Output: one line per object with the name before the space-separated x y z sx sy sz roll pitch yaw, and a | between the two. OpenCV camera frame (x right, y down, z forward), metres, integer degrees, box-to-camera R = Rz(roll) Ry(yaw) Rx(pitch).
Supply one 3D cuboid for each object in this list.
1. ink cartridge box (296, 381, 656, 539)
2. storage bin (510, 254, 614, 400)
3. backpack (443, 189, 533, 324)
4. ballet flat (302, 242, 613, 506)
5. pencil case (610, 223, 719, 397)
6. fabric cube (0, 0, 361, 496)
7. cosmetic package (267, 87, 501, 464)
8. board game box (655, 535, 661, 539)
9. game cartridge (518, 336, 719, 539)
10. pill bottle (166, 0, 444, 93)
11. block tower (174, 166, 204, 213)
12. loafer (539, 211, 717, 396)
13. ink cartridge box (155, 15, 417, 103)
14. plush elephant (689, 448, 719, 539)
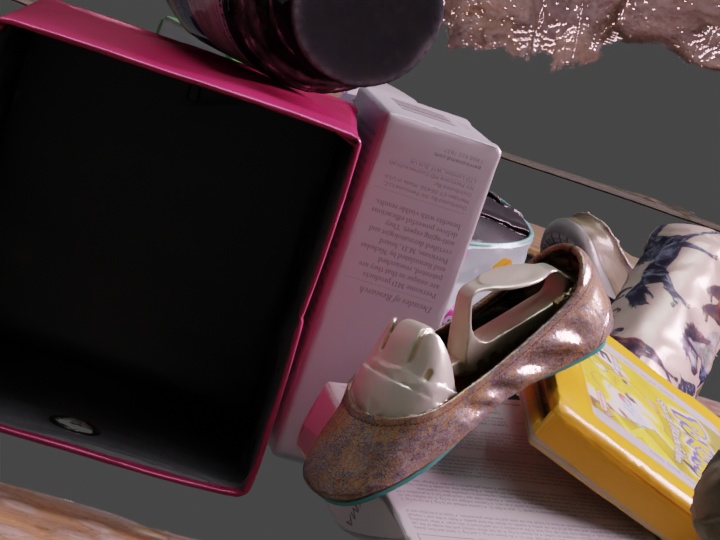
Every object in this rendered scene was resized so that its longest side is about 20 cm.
ink cartridge box | 0.074 0.138 1.431 0.160 0.050 0.200 7 34 -28
storage bin | 0.079 0.035 1.874 0.135 0.094 0.200 11 14 -42
backpack | 0.000 0.000 1.713 0.199 0.154 0.176 -4 19 -27
ballet flat | 0.046 0.044 1.412 0.200 0.068 0.068 -33 41 -30
pencil case | 0.192 0.052 1.762 0.077 0.090 0.200 -10 31 34
fabric cube | -0.120 -0.018 1.461 0.195 0.201 0.199 18 7 -4
cosmetic package | 0.007 0.007 1.554 0.071 0.201 0.101 17 10 -12
board game box | 0.162 0.146 1.601 0.199 0.029 0.135 18 10 -9
game cartridge | 0.168 0.100 1.519 0.200 0.032 0.176 34 18 -15
pill bottle | -0.030 -0.156 1.487 0.111 0.112 0.200 15 7 -24
block tower | -0.152 -0.038 1.635 0.199 0.054 0.058 -17 -13 34
loafer | 0.192 0.023 1.961 0.075 0.070 0.200 28 -22 48
ink cartridge box | -0.070 -0.082 1.951 0.084 0.145 0.199 28 12 40
plush elephant | 0.220 0.159 1.250 0.164 0.156 0.200 13 12 -34
